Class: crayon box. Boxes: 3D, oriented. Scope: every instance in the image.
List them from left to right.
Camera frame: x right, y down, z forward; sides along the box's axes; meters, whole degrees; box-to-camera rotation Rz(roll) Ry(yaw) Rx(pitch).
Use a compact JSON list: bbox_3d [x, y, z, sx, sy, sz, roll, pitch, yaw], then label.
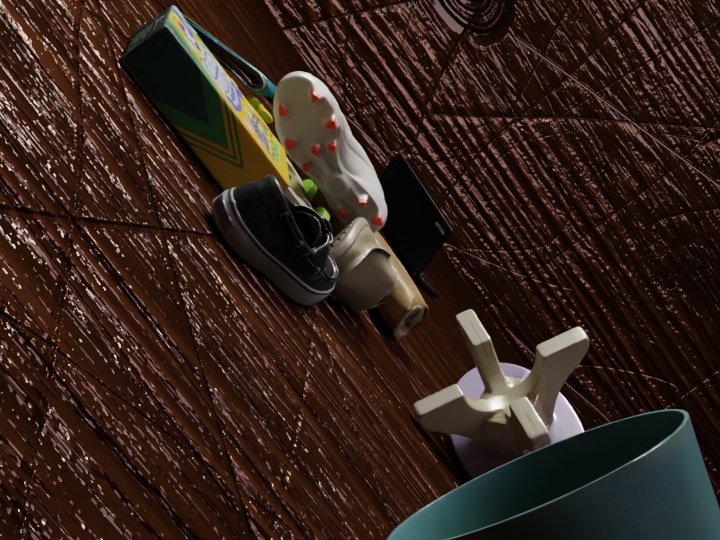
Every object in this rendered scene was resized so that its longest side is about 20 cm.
[{"bbox_3d":[-0.122,-0.128,1.111,0.200,0.051,0.126,53,7,-19],"label":"crayon box"}]

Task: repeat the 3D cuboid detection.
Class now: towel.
[{"bbox_3d":[-0.137,-0.226,1.460,0.146,0.022,0.200,39,2,12],"label":"towel"}]

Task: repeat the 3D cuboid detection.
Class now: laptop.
[{"bbox_3d":[0.097,-0.073,2.159,0.178,0.103,0.200,59,8,25],"label":"laptop"}]

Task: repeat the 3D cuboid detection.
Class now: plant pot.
[{"bbox_3d":[0.137,0.198,0.774,0.201,0.200,0.162,-3,70,-82],"label":"plant pot"}]

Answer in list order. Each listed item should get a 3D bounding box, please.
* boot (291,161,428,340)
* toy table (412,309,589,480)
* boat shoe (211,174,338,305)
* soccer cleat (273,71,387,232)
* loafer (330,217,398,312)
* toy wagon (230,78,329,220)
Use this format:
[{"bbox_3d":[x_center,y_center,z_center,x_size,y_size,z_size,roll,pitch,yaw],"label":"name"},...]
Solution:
[{"bbox_3d":[0.006,-0.035,1.411,0.201,0.066,0.175,58,-4,16],"label":"boot"},{"bbox_3d":[0.149,0.137,1.264,0.200,0.183,0.117,45,-18,44],"label":"toy table"},{"bbox_3d":[-0.052,-0.023,1.029,0.069,0.056,0.200,67,12,21],"label":"boat shoe"},{"bbox_3d":[-0.032,-0.121,1.292,0.078,0.069,0.200,-93,157,-55],"label":"soccer cleat"},{"bbox_3d":[0.000,0.000,1.237,0.068,0.076,0.200,50,5,7],"label":"loafer"},{"bbox_3d":[-0.099,-0.122,1.294,0.155,0.039,0.200,52,7,-29],"label":"toy wagon"}]
